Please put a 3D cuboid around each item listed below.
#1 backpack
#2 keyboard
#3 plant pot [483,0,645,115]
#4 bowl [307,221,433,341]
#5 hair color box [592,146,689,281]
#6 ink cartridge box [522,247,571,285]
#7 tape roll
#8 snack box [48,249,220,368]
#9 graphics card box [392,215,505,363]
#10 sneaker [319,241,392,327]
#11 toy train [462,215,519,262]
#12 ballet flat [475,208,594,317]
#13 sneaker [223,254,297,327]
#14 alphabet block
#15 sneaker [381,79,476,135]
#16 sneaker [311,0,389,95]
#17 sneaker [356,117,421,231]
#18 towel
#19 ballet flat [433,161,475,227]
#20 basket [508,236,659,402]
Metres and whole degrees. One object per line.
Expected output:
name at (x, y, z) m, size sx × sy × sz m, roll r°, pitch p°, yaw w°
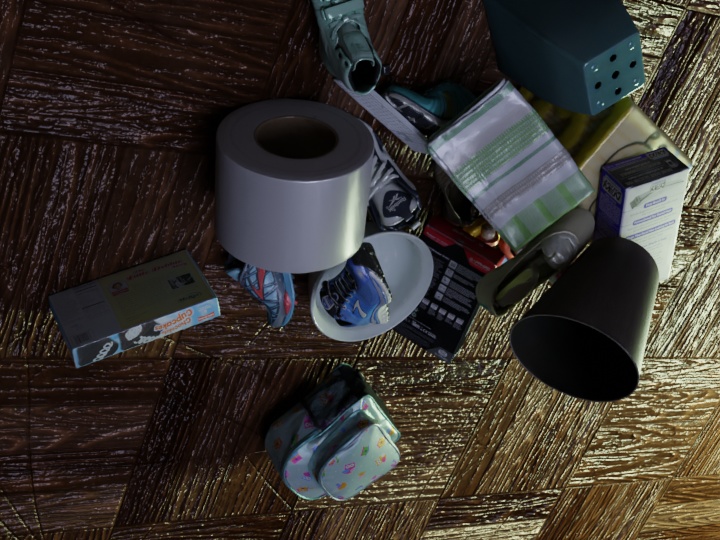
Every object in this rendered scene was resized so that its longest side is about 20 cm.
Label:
backpack at (-0.046, 0.276, 1.908) m, size 0.199 × 0.154 × 0.176 m, roll -32°, pitch 142°, yaw 2°
keyboard at (0.039, -0.208, 1.639) m, size 0.200 × 0.056 × 0.011 m, roll 36°, pitch 73°, yaw -45°
plant pot at (0.284, -0.309, 1.612) m, size 0.141 × 0.200 × 0.142 m, roll -30°, pitch 136°, yaw -7°
bowl at (0.000, 0.000, 1.750) m, size 0.199 × 0.091 × 0.202 m, roll -18°, pitch 135°, yaw -19°
hair color box at (0.392, -0.066, 1.699) m, size 0.108 × 0.065 × 0.201 m, roll -18°, pitch 134°, yaw -19°
ink cartridge box at (0.258, -0.051, 1.782) m, size 0.042 × 0.200 × 0.120 m, roll -33°, pitch 109°, yaw 2°
tape roll at (-0.087, -0.111, 1.527) m, size 0.201 × 0.203 × 0.140 m, roll -13°, pitch 132°, yaw -24°
snack box at (-0.298, 0.047, 1.576) m, size 0.198 × 0.116 × 0.037 m, roll -20°, pitch 134°, yaw -18°
graphics card box at (0.127, 0.031, 1.826) m, size 0.051 × 0.125 × 0.201 m, roll -42°, pitch 157°, yaw -55°
sneaker at (-0.009, 0.032, 1.626) m, size 0.088 × 0.079 × 0.200 m, roll -18°, pitch 154°, yaw -8°
toy train at (0.192, -0.013, 1.895) m, size 0.199 × 0.056 × 0.151 m, roll -34°, pitch 136°, yaw -6°
ballet flat at (0.248, -0.006, 1.655) m, size 0.200 × 0.070 × 0.069 m, roll -40°, pitch 137°, yaw 10°
sneaker at (-0.146, -0.004, 1.678) m, size 0.095 × 0.079 × 0.202 m, roll -13°, pitch 123°, yaw -12°
alphabet block at (0.330, -0.174, 1.755) m, size 0.199 × 0.197 × 0.196 m, roll 28°, pitch 105°, yaw -44°
sneaker at (0.113, -0.228, 1.671) m, size 0.198 × 0.077 × 0.081 m, roll 12°, pitch 84°, yaw -32°
sneaker at (-0.013, -0.314, 1.470) m, size 0.073 × 0.118 × 0.202 m, roll -22°, pitch 133°, yaw -14°
sneaker at (0.025, -0.123, 1.642) m, size 0.079 × 0.130 × 0.200 m, roll -37°, pitch 137°, yaw -4°
towel at (0.201, -0.139, 1.616) m, size 0.149 × 0.031 × 0.200 m, roll -37°, pitch 100°, yaw 21°
ballet flat at (0.144, -0.118, 1.747) m, size 0.067 × 0.047 × 0.201 m, roll -30°, pitch 153°, yaw -10°
basket at (0.322, 0.057, 1.615) m, size 0.200 × 0.179 × 0.137 m, roll -51°, pitch 152°, yaw -41°
